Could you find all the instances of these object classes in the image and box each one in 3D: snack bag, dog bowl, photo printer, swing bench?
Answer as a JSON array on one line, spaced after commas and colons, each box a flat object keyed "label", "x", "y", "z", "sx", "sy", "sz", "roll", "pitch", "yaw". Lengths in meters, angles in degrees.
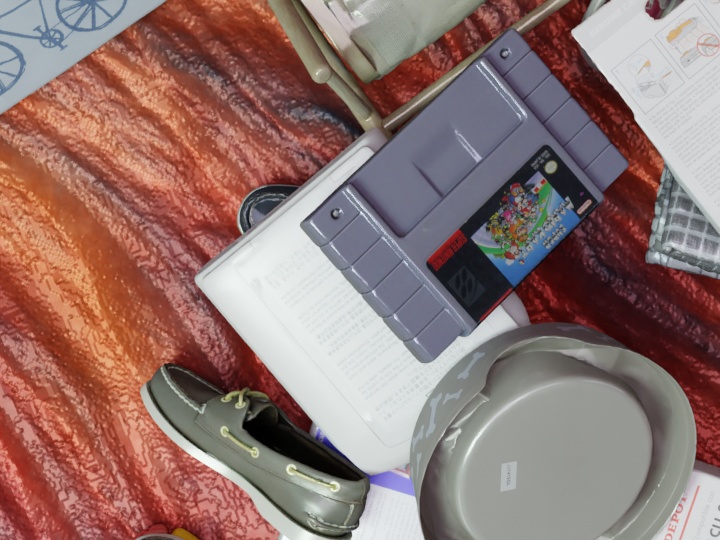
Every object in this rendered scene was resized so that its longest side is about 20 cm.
[{"label": "snack bag", "x": -0.248, "y": -0.209, "z": 1.508, "sx": 0.188, "sy": 0.200, "sz": 0.021, "roll": -33, "pitch": 47, "yaw": 7}, {"label": "dog bowl", "x": 0.123, "y": 0.124, "z": 1.455, "sx": 0.200, "sy": 0.059, "sz": 0.201, "roll": -9, "pitch": 119, "yaw": -16}, {"label": "photo printer", "x": 0.011, "y": 0.029, "z": 1.476, "sx": 0.166, "sy": 0.069, "sz": 0.200, "roll": -40, "pitch": 96, "yaw": 12}, {"label": "swing bench", "x": 0.026, "y": -0.232, "z": 1.487, "sx": 0.199, "sy": 0.130, "sz": 0.200, "roll": -35, "pitch": 61, "yaw": 7}]

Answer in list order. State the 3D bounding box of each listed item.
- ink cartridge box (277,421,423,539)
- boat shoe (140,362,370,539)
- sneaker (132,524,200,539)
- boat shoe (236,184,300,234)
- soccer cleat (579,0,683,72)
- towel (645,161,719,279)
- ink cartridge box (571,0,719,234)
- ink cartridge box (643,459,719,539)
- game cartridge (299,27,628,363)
[{"label": "ink cartridge box", "x": 0.052, "y": 0.164, "z": 1.553, "sx": 0.200, "sy": 0.043, "sz": 0.199, "roll": 17, "pitch": 94, "yaw": 5}, {"label": "boat shoe", "x": -0.073, "y": 0.119, "z": 1.523, "sx": 0.202, "sy": 0.072, "sz": 0.060, "roll": 37, "pitch": 111, "yaw": 29}, {"label": "sneaker", "x": -0.094, "y": 0.265, "z": 1.552, "sx": 0.200, "sy": 0.082, "sz": 0.078, "roll": 35, "pitch": 95, "yaw": 2}, {"label": "boat shoe", "x": 0.000, "y": 0.000, "z": 1.540, "sx": 0.200, "sy": 0.062, "sz": 0.075, "roll": 34, "pitch": 95, "yaw": 2}, {"label": "soccer cleat", "x": 0.223, "y": -0.220, "z": 1.497, "sx": 0.070, "sy": 0.086, "sz": 0.200, "roll": 34, "pitch": 95, "yaw": 3}, {"label": "towel", "x": 0.309, "y": -0.061, "z": 1.498, "sx": 0.199, "sy": 0.086, "sz": 0.166, "roll": 15, "pitch": 93, "yaw": 4}, {"label": "ink cartridge box", "x": 0.259, "y": -0.127, "z": 1.430, "sx": 0.161, "sy": 0.050, "sz": 0.200, "roll": -39, "pitch": 93, "yaw": 4}, {"label": "ink cartridge box", "x": 0.254, "y": 0.203, "z": 1.524, "sx": 0.200, "sy": 0.067, "sz": 0.117, "roll": 19, "pitch": 94, "yaw": 4}, {"label": "game cartridge", "x": 0.073, "y": -0.049, "z": 1.424, "sx": 0.130, "sy": 0.038, "sz": 0.200, "roll": 47, "pitch": 72, "yaw": -3}]
